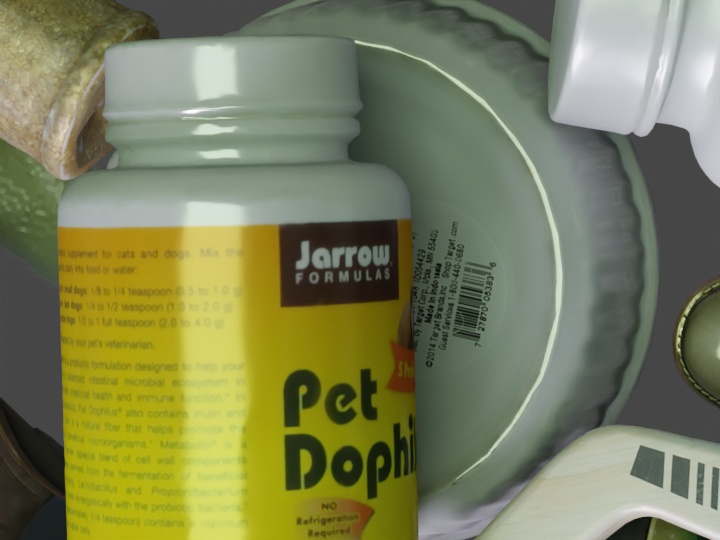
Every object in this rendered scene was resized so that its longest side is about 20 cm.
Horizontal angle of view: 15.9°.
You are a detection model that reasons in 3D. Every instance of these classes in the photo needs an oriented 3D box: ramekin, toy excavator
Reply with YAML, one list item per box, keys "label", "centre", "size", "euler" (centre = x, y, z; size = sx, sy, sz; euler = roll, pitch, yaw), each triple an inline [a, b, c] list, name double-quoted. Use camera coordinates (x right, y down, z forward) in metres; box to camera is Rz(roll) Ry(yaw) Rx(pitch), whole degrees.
- label: "ramekin"
  centre: [0.000, 0.000, 0.883]
  size: [0.198, 0.105, 0.202]
  euler: [0, 92, 13]
- label: "toy excavator"
  centre: [0.131, 0.063, 0.792]
  size: [0.199, 0.100, 0.196]
  euler: [19, 91, 23]

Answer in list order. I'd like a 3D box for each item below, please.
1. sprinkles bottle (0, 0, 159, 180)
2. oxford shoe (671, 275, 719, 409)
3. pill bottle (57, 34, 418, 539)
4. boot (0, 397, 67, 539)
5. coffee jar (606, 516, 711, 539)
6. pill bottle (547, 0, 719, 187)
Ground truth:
- label: "sprinkles bottle"
  centre: [-0.171, -0.109, 0.936]
  size: [0.199, 0.068, 0.069]
  euler: [31, 98, 10]
- label: "oxford shoe"
  centre: [0.200, 0.038, 0.855]
  size: [0.198, 0.074, 0.071]
  euler: [10, 95, 12]
- label: "pill bottle"
  centre: [-0.037, 0.031, 0.783]
  size: [0.108, 0.109, 0.202]
  euler: [-1, 93, 13]
- label: "boot"
  centre: [-0.121, 0.093, 0.935]
  size: [0.075, 0.097, 0.200]
  euler: [-50, 50, 2]
- label: "coffee jar"
  centre: [0.154, 0.134, 0.863]
  size: [0.198, 0.085, 0.105]
  euler: [10, 100, 12]
- label: "pill bottle"
  centre: [0.164, -0.076, 0.816]
  size: [0.198, 0.120, 0.121]
  euler: [8, 94, -1]
